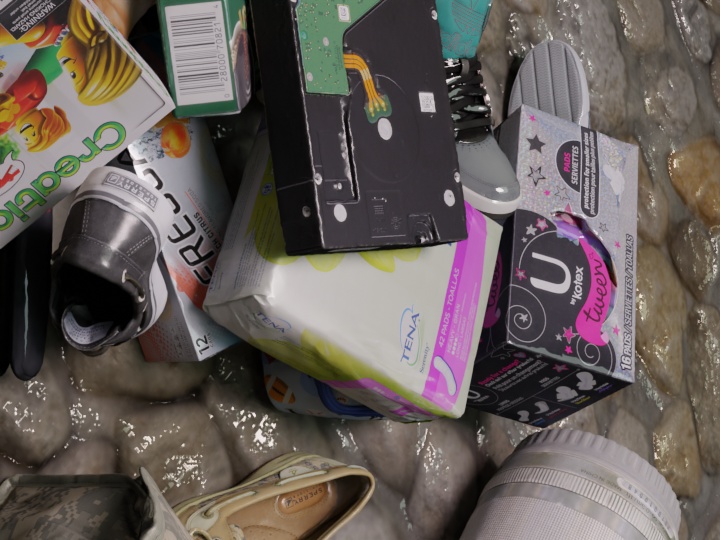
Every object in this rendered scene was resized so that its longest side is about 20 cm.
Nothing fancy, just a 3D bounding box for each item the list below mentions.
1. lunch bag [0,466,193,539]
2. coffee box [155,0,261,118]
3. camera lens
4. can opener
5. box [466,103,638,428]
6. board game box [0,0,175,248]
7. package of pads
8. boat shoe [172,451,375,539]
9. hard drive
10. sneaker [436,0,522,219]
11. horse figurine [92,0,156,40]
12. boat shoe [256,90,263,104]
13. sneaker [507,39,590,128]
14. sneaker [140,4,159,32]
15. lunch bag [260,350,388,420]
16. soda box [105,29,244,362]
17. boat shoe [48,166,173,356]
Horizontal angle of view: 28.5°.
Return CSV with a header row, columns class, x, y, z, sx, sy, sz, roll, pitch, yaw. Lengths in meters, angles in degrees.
class,x,y,z,sx,sy,sz,roll,pitch,yaw
lunch bag,-0.126,0.199,0.758,0.118,0.199,0.165,-46,116,-40
coffee box,-0.092,-0.196,0.815,0.123,0.044,0.202,-77,162,-75
camera lens,0.145,0.243,1.076,0.160,0.159,0.201,54,49,-27
can opener,-0.197,-0.037,0.817,0.078,0.063,0.202,7,79,-47
box,0.131,-0.002,1.084,0.114,0.132,0.202,16,63,-20
board game box,-0.208,-0.066,0.721,0.199,0.035,0.126,-38,139,3
package of pads,0.000,0.000,0.915,0.199,0.068,0.156,33,61,-37
boat shoe,-0.072,0.173,0.922,0.200,0.062,0.074,-34,109,-44
hard drive,-0.002,-0.112,0.855,0.139,0.038,0.202,-6,87,-49
sneaker,0.066,-0.143,1.011,0.083,0.121,0.200,-18,59,-43
horse figurine,-0.145,-0.175,0.800,0.133,0.049,0.201,83,14,-47
boat shoe,-0.046,-0.196,0.951,0.074,0.063,0.203,-54,146,-41
sneaker,0.171,-0.097,1.238,0.071,0.072,0.202,10,80,-66
sneaker,-0.122,-0.223,0.921,0.089,0.074,0.201,-52,121,-36
lunch bag,-0.002,0.006,1.019,0.160,0.075,0.202,8,79,-49
soda box,-0.125,-0.044,0.890,0.063,0.068,0.202,-26,103,-38
boat shoe,-0.144,0.013,0.789,0.069,0.200,0.067,27,66,-6
